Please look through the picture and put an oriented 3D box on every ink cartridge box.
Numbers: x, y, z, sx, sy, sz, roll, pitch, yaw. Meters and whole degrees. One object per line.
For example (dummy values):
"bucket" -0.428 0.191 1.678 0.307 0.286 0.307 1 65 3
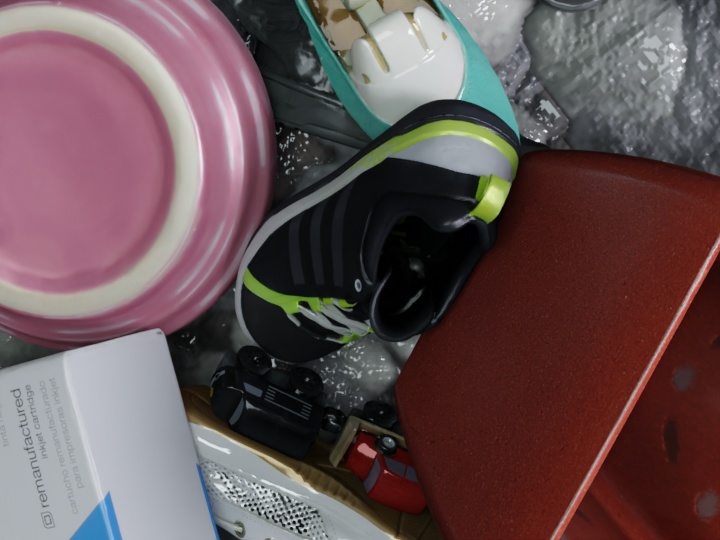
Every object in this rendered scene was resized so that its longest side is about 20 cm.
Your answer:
"ink cartridge box" -0.176 0.124 0.999 0.200 0.084 0.146 -17 88 31

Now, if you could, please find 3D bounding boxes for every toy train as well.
"toy train" 0.020 0.092 0.985 0.200 0.046 0.034 24 128 -7

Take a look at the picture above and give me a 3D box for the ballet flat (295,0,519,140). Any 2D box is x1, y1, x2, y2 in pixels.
"ballet flat" 0.002 -0.120 0.933 0.067 0.070 0.200 -34 83 5

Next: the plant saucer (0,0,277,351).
"plant saucer" -0.142 -0.055 0.988 0.200 0.051 0.201 3 102 12

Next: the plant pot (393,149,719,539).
"plant pot" 0.132 0.053 0.898 0.200 0.200 0.176 -61 36 8

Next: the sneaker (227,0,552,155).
"sneaker" 0.013 -0.110 0.994 0.200 0.060 0.104 18 100 14

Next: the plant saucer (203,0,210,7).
"plant saucer" -0.149 -0.078 1.030 0.200 0.037 0.201 3 102 13

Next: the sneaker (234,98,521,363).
"sneaker" 0.000 0.000 0.927 0.072 0.083 0.200 23 138 -21

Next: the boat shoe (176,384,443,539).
"boat shoe" -0.015 0.130 1.010 0.200 0.071 0.069 28 107 10

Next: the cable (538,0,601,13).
"cable" 0.043 -0.203 1.005 0.200 0.050 0.097 30 83 -4
